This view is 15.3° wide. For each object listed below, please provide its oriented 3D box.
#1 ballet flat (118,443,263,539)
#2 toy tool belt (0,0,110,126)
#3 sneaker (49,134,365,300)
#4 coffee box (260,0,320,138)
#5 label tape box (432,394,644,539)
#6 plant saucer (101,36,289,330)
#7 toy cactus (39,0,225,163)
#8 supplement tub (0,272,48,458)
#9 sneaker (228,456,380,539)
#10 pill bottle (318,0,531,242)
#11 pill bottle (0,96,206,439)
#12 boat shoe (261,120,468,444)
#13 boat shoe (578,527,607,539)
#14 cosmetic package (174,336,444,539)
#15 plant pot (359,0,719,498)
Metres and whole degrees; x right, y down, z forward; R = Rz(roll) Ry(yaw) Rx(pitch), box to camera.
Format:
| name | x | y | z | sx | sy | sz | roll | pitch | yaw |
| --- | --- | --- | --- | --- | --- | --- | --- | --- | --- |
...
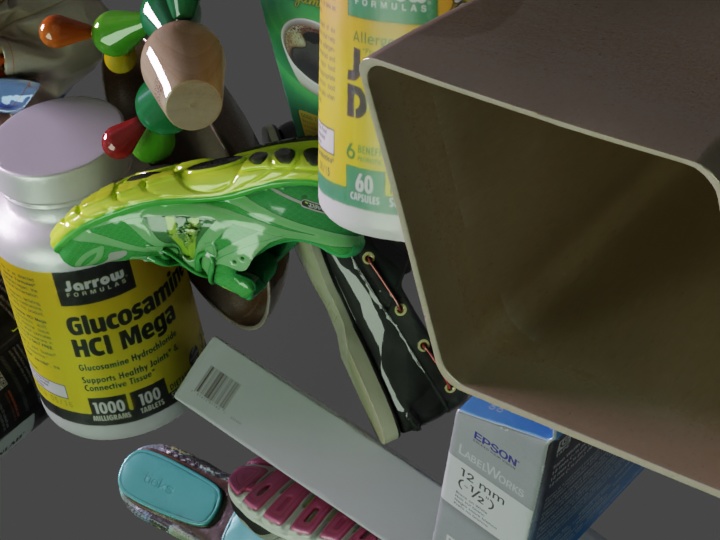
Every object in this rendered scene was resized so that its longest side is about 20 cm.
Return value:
| name | x | y | z | sx | sy | sz | roll | pitch | yaw |
| --- | --- | --- | --- | --- | --- | --- | --- | --- | --- |
| ballet flat | -0.083 | 0.181 | 1.891 | 0.200 | 0.074 | 0.074 | 31 | 145 | 32 |
| toy tool belt | -0.240 | -0.118 | 1.692 | 0.125 | 0.123 | 0.200 | 44 | 149 | 7 |
| sneaker | -0.088 | -0.020 | 1.502 | 0.200 | 0.074 | 0.084 | -9 | 101 | 26 |
| coffee box | 0.008 | -0.115 | 1.460 | 0.123 | 0.044 | 0.200 | 19 | 139 | 38 |
| label tape box | 0.113 | 0.067 | 1.431 | 0.066 | 0.143 | 0.200 | 34 | 146 | 22 |
| plant saucer | -0.095 | -0.060 | 1.622 | 0.200 | 0.032 | 0.200 | 51 | 156 | 33 |
| toy cactus | -0.108 | -0.134 | 1.454 | 0.165 | 0.102 | 0.200 | -109 | 34 | -56 |
| supplement tub | -0.236 | 0.042 | 1.788 | 0.122 | 0.200 | 0.123 | 32 | 146 | 25 |
| sneaker | -0.007 | 0.191 | 1.785 | 0.200 | 0.074 | 0.088 | 23 | 134 | 29 |
| pill bottle | 0.036 | -0.123 | 1.314 | 0.113 | 0.113 | 0.201 | 18 | 114 | 40 |
| pill bottle | -0.166 | -0.002 | 1.660 | 0.112 | 0.112 | 0.200 | 22 | 138 | 37 |
| boat shoe | 0.000 | 0.000 | 1.586 | 0.074 | 0.063 | 0.202 | 172 | 73 | -84 |
| boat shoe | 0.164 | 0.217 | 1.607 | 0.200 | 0.066 | 0.070 | 35 | 146 | 22 |
| cosmetic package | -0.003 | 0.126 | 1.670 | 0.200 | 0.052 | 0.151 | 32 | 175 | 25 |
| plant pot | 0.147 | -0.042 | 1.236 | 0.199 | 0.177 | 0.200 | 21 | 140 | 38 |
